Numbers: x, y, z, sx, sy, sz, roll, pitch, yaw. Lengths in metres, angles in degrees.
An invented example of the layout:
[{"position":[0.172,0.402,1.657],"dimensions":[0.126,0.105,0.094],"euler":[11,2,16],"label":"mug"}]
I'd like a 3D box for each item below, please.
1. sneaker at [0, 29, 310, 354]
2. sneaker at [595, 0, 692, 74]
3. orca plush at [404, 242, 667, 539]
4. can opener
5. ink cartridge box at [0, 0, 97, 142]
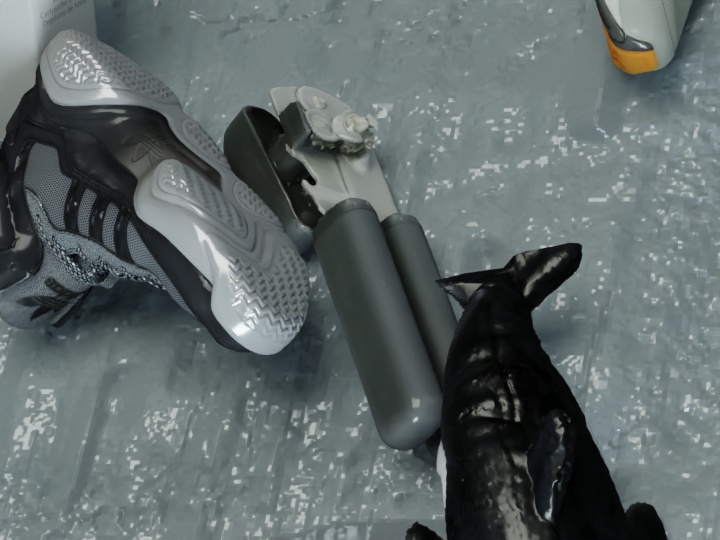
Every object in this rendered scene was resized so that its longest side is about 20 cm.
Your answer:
[{"position":[-0.102,-0.006,1.177],"dimensions":[0.114,0.075,0.200],"euler":[-50,49,14],"label":"sneaker"},{"position":[0.150,-0.174,1.209],"dimensions":[0.092,0.076,0.201],"euler":[2,61,16],"label":"sneaker"},{"position":[0.078,0.069,1.054],"dimensions":[0.105,0.071,0.201],"euler":[14,55,-10],"label":"orca plush"},{"position":[0.000,0.000,1.172],"dimensions":[0.067,0.052,0.200],"euler":[-50,46,29],"label":"can opener"},{"position":[-0.207,-0.164,1.268],"dimensions":[0.199,0.177,0.045],"euler":[23,41,31],"label":"ink cartridge box"}]
